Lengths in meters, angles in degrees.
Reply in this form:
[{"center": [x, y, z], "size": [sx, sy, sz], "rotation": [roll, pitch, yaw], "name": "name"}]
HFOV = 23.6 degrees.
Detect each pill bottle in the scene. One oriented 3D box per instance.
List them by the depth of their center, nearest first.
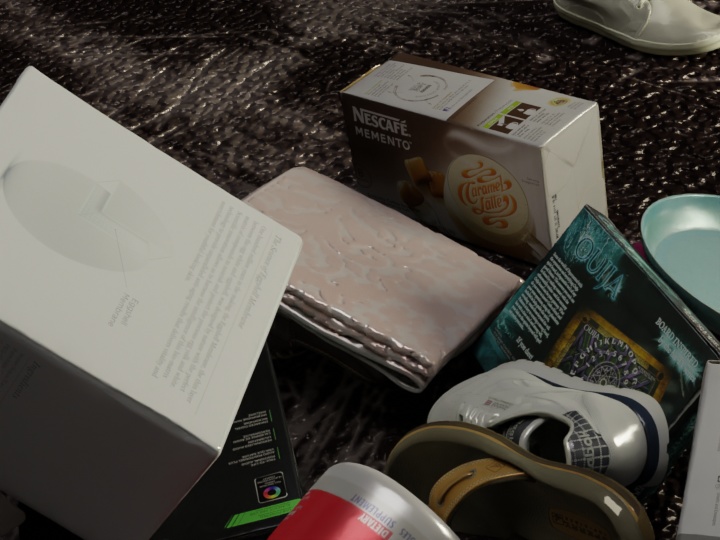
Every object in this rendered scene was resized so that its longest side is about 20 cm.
[{"center": [-0.034, 0.211, 0.925], "size": [0.112, 0.113, 0.200], "rotation": [23, 62, 39], "name": "pill bottle"}]

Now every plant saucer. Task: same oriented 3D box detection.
[{"center": [0.282, 0.011, 1.182], "size": [0.198, 0.028, 0.201], "rotation": [14, 30, -8], "name": "plant saucer"}]

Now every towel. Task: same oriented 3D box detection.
[{"center": [0.000, 0.000, 1.231], "size": [0.199, 0.032, 0.191], "rotation": [29, 28, 13], "name": "towel"}]

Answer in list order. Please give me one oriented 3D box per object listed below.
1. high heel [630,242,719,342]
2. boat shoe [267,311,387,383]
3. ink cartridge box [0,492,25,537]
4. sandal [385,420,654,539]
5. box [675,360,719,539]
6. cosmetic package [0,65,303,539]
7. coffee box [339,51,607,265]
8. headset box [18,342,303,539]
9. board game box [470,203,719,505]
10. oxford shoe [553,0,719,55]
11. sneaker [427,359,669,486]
[{"center": [0.230, 0.048, 1.176], "size": [0.095, 0.068, 0.201], "rotation": [1, 39, -2], "name": "high heel"}, {"center": [-0.049, 0.026, 1.264], "size": [0.200, 0.074, 0.074], "rotation": [39, 29, 28], "name": "boat shoe"}, {"center": [-0.304, 0.142, 1.045], "size": [0.199, 0.117, 0.068], "rotation": [-32, 27, 19], "name": "ink cartridge box"}, {"center": [0.079, 0.139, 0.985], "size": [0.054, 0.081, 0.199], "rotation": [-35, 31, -32], "name": "sandal"}, {"center": [0.189, 0.171, 0.909], "size": [0.041, 0.157, 0.201], "rotation": [3, 35, 15], "name": "box"}, {"center": [-0.163, 0.023, 0.999], "size": [0.199, 0.123, 0.200], "rotation": [31, 37, -9], "name": "cosmetic package"}, {"center": [0.089, -0.090, 1.359], "size": [0.199, 0.115, 0.080], "rotation": [20, 44, 37], "name": "coffee box"}, {"center": [-0.121, 0.153, 1.073], "size": [0.173, 0.093, 0.201], "rotation": [-12, 34, -3], "name": "headset box"}, {"center": [0.156, 0.060, 1.124], "size": [0.136, 0.028, 0.200], "rotation": [-52, 34, 14], "name": "board game box"}, {"center": [0.258, -0.247, 1.601], "size": [0.075, 0.058, 0.199], "rotation": [-30, 40, -32], "name": "oxford shoe"}, {"center": [0.096, 0.099, 1.060], "size": [0.080, 0.077, 0.199], "rotation": [-10, 3, -35], "name": "sneaker"}]
